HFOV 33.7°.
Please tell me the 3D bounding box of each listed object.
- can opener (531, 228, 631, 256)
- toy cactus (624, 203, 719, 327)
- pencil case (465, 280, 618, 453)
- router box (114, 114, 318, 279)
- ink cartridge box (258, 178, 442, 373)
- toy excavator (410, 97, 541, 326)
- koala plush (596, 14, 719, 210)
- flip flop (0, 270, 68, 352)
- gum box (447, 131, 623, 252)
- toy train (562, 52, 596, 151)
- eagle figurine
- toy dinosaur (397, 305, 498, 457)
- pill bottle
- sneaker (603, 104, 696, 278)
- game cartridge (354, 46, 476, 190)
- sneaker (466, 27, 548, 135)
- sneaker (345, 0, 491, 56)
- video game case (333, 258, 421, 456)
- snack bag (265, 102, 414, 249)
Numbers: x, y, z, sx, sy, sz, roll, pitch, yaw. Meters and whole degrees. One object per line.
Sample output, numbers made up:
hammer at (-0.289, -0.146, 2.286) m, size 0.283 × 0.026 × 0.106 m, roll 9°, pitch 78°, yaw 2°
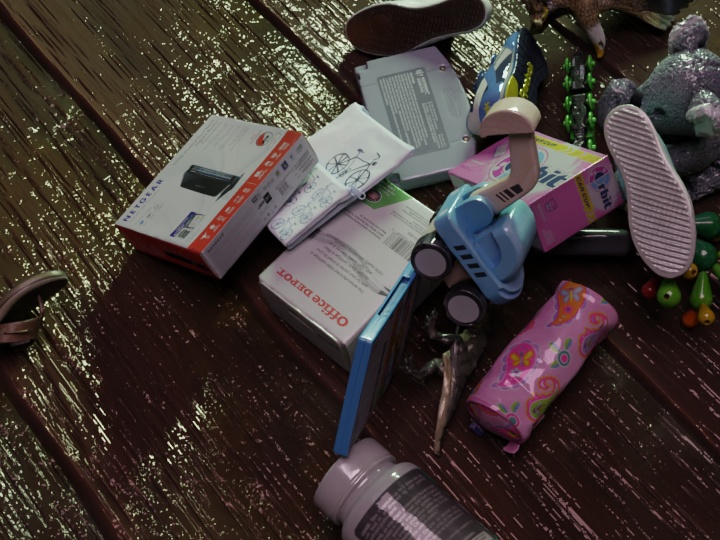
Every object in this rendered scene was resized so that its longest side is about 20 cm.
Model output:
can opener at (0.221, -0.018, 1.424) m, size 0.199 × 0.053 × 0.067 m, roll 1°, pitch 93°, yaw 5°
toy cactus at (0.378, -0.028, 1.376) m, size 0.200 × 0.102 × 0.165 m, roll -38°, pitch 70°, yaw -25°
pencil case at (0.203, 0.105, 1.331) m, size 0.087 × 0.088 × 0.200 m, roll 33°, pitch 69°, yaw 21°
router box at (-0.177, -0.095, 1.453) m, size 0.179 × 0.049 × 0.200 m, roll 16°, pitch 60°, yaw 43°
ink cartridge box at (0.000, 0.000, 1.403) m, size 0.146 × 0.083 × 0.200 m, roll 37°, pitch 70°, yaw 25°
toy excavator at (0.144, -0.065, 1.266) m, size 0.200 × 0.195 × 0.100 m, roll -28°, pitch 16°, yaw 33°
koala plush at (0.385, -0.192, 1.409) m, size 0.183 × 0.200 × 0.178 m, roll -3°, pitch 60°, yaw 3°
flip flop at (-0.420, 0.077, 1.410) m, size 0.058 × 0.081 × 0.200 m, roll 43°, pitch 73°, yaw 6°
gum box at (0.199, -0.100, 1.401) m, size 0.113 × 0.066 × 0.200 m, roll -32°, pitch 27°, yaw -13°
toy train at (0.279, -0.185, 1.498) m, size 0.042 × 0.056 × 0.201 m, roll -6°, pitch 60°, yaw 19°
eagle figurine at (0.315, -0.355, 1.554) m, size 0.199 × 0.151 × 0.152 m, roll -17°, pitch 46°, yaw 7°
toy dinosaur at (0.097, 0.101, 1.350) m, size 0.088 × 0.047 × 0.201 m, roll 33°, pitch 65°, yaw -15°
pill bottle at (0.053, 0.273, 1.231) m, size 0.200 × 0.113 × 0.113 m, roll 40°, pitch 71°, yaw 22°
sneaker at (0.331, -0.087, 1.328) m, size 0.074 × 0.082 × 0.201 m, roll -17°, pitch 78°, yaw 22°
game cartridge at (0.076, -0.196, 1.536) m, size 0.133 × 0.041 × 0.201 m, roll -14°, pitch 61°, yaw 1°
sneaker at (0.185, -0.242, 1.520) m, size 0.082 × 0.074 × 0.200 m, roll -24°, pitch 26°, yaw 36°
sneaker at (0.082, -0.332, 1.605) m, size 0.199 × 0.085 × 0.073 m, roll -4°, pitch 103°, yaw 19°
video game case at (0.022, 0.087, 1.270) m, size 0.018 × 0.144 × 0.200 m, roll 18°, pitch 29°, yaw 11°
snack bag at (-0.045, -0.122, 1.451) m, size 0.200 × 0.021 × 0.189 m, roll -36°, pitch 34°, yaw -5°
